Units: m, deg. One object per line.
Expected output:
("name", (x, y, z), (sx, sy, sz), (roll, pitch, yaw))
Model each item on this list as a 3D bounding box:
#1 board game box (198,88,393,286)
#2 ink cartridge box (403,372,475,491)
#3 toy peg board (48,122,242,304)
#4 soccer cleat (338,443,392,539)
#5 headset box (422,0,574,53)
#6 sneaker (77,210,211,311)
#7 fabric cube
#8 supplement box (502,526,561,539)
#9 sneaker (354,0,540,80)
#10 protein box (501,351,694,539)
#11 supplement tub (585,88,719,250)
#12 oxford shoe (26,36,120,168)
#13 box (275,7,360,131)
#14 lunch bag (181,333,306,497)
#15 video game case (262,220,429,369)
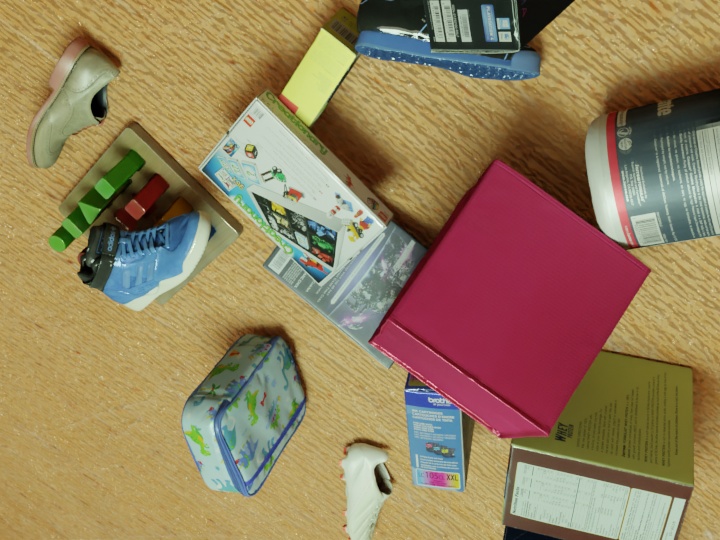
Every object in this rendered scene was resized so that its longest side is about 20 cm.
("board game box", (-0.074, -0.090, 1.002), (0.200, 0.035, 0.126), (44, 126, -9))
("ink cartridge box", (0.105, 0.161, 1.140), (0.075, 0.137, 0.202), (3, 125, 12))
("toy peg board", (-0.299, -0.048, 1.170), (0.199, 0.098, 0.199), (45, 127, -13))
("soccer cleat", (0.012, 0.351, 1.352), (0.076, 0.070, 0.203), (4, 122, 14))
("headset box", (0.132, -0.310, 0.773), (0.092, 0.200, 0.176), (10, 127, 33))
("sneaker", (-0.275, -0.025, 1.086), (0.110, 0.078, 0.199), (27, 138, -32))
("fabric cube", (0.148, 0.041, 0.946), (0.195, 0.201, 0.200), (34, 168, 1))
("supplement box", (0.313, 0.413, 1.238), (0.197, 0.135, 0.202), (-1, 123, 20))
("sneaker", (0.094, -0.248, 0.907), (0.197, 0.070, 0.079), (9, 91, -7))
("protein box", (0.286, 0.211, 1.068), (0.197, 0.199, 0.136), (10, 126, 13))
("supplement tub", (0.333, -0.102, 0.872), (0.197, 0.141, 0.142), (-10, 120, 25))
("oxford shoe", (-0.364, -0.192, 1.113), (0.074, 0.071, 0.200), (31, 129, -10))
("box", (-0.063, -0.194, 0.998), (0.050, 0.076, 0.200), (36, 129, -6))
("lunch bag", (-0.152, 0.198, 1.220), (0.081, 0.200, 0.163), (2, 123, 26))
("video game case", (0.000, 0.000, 1.070), (0.199, 0.019, 0.143), (38, 92, 5))
